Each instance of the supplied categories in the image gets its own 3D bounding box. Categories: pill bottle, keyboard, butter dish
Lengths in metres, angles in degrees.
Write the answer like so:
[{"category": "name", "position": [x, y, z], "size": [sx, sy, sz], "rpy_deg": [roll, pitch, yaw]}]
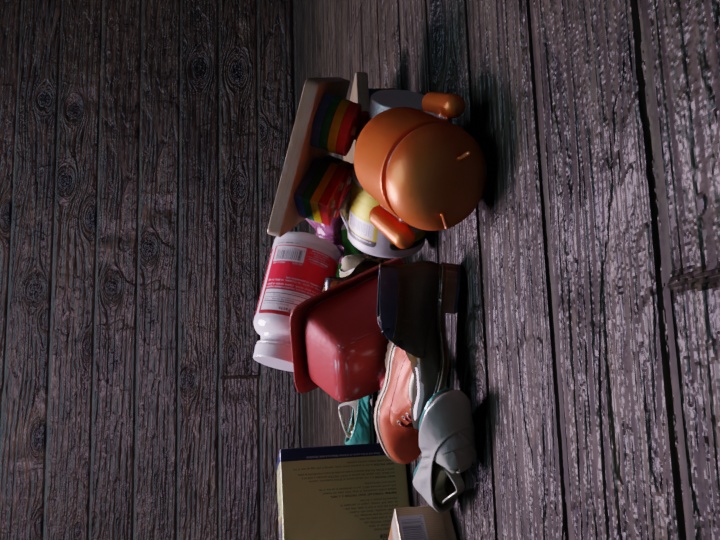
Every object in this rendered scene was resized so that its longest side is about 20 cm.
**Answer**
[{"category": "pill bottle", "position": [-0.104, 0.051, 1.155], "size": [0.112, 0.111, 0.202], "rpy_deg": [120, 164, -71]}, {"category": "keyboard", "position": [0.023, -0.151, 1.052], "size": [0.201, 0.011, 0.056], "rpy_deg": [-61, -21, -20]}, {"category": "pill bottle", "position": [0.044, -0.128, 0.970], "size": [0.112, 0.110, 0.202], "rpy_deg": [-106, 19, -58]}, {"category": "butter dish", "position": [0.012, 0.115, 1.056], "size": [0.148, 0.199, 0.201], "rpy_deg": [47, 150, 38]}]

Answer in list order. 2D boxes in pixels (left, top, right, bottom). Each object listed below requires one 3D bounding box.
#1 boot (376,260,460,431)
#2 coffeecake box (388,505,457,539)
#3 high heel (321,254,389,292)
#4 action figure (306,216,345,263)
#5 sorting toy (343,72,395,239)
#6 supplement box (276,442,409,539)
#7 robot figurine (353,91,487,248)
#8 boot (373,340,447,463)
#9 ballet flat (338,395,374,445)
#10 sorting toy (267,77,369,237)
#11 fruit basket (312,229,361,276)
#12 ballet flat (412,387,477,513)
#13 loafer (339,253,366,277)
[{"category": "boot", "position": [0.056, 0.086, 0.858], "size": [0.075, 0.096, 0.203], "rpy_deg": [106, 173, -83]}, {"category": "coffeecake box", "position": [0.075, 0.414, 0.905], "size": [0.154, 0.072, 0.202], "rpy_deg": [-103, 15, -49]}, {"category": "high heel", "position": [0.000, 0.000, 1.166], "size": [0.143, 0.071, 0.201], "rpy_deg": [66, -143, -47]}, {"category": "action figure", "position": [-0.064, -0.073, 1.454], "size": [0.133, 0.148, 0.202], "rpy_deg": [24, 126, 44]}, {"category": "sorting toy", "position": [0.019, -0.182, 1.208], "size": [0.199, 0.069, 0.202], "rpy_deg": [109, 159, -67]}, {"category": "supplement box", "position": [-0.028, 0.386, 1.144], "size": [0.135, 0.197, 0.202], "rpy_deg": [109, 158, -65]}, {"category": "robot figurine", "position": [0.063, -0.111, 0.804], "size": [0.117, 0.143, 0.200], "rpy_deg": [57, 175, -28]}, {"category": "boot", "position": [0.068, 0.183, 0.963], "size": [0.107, 0.074, 0.202], "rpy_deg": [-127, 37, -63]}, {"category": "ballet flat", "position": [-0.007, 0.246, 1.402], "size": [0.067, 0.069, 0.203], "rpy_deg": [-145, 55, -79]}, {"category": "sorting toy", "position": [-0.044, -0.153, 0.999], "size": [0.199, 0.069, 0.202], "rpy_deg": [-55, -17, -72]}, {"category": "fruit basket", "position": [-0.088, -0.005, 1.620], "size": [0.215, 0.154, 0.218], "rpy_deg": [170, 90, -68]}, {"category": "ballet flat", "position": [0.100, 0.208, 0.820], "size": [0.201, 0.069, 0.070], "rpy_deg": [94, 170, -47]}, {"category": "loafer", "position": [-0.008, 0.003, 1.388], "size": [0.200, 0.075, 0.069], "rpy_deg": [159, 105, -80]}]
